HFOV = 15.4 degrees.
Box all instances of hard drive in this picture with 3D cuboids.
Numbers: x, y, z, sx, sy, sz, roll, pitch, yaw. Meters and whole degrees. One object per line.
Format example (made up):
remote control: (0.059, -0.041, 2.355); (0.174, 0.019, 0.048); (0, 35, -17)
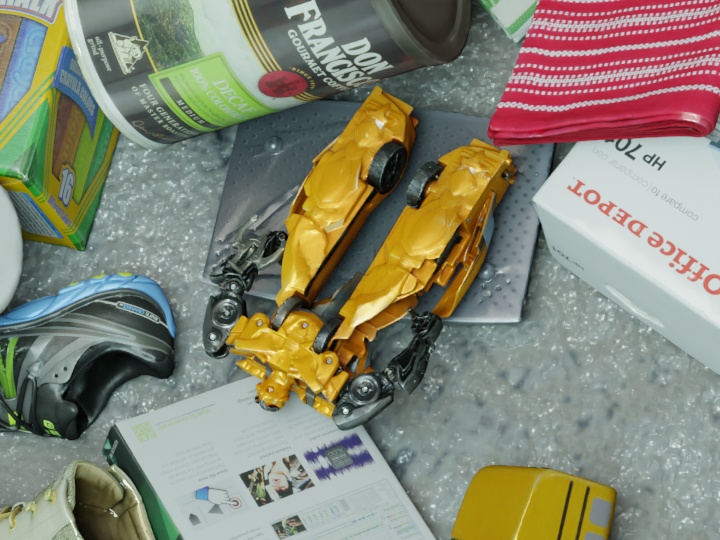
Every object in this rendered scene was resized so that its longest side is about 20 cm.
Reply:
hard drive: (0.014, -0.032, 1.611); (0.199, 0.042, 0.136); (7, 71, 16)

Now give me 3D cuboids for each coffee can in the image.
coffee can: (-0.054, -0.167, 1.575); (0.199, 0.146, 0.147); (-15, 65, 25)

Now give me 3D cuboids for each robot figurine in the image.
robot figurine: (0.000, 0.000, 1.546); (0.145, 0.058, 0.200); (28, 77, 22)

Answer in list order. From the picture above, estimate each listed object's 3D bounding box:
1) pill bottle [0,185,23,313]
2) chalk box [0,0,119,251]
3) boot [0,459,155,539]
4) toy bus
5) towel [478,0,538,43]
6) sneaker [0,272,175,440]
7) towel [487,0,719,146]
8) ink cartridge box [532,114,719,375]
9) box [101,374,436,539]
pill bottle: (-0.297, -0.003, 1.595); (0.200, 0.112, 0.113); (-13, 60, 50)
chalk box: (-0.215, -0.133, 1.660); (0.123, 0.124, 0.201); (10, 73, 17)
boot: (-0.201, 0.144, 1.528); (0.155, 0.072, 0.200); (-44, 74, 38)
toy bus: (0.079, 0.209, 1.468); (0.065, 0.078, 0.201); (-2, 72, 56)
towel: (0.082, -0.260, 1.628); (0.153, 0.023, 0.200); (-44, 108, -6)
sneaker: (-0.203, 0.069, 1.607); (0.199, 0.071, 0.083); (-23, 65, 4)
towel: (0.160, -0.152, 1.545); (0.144, 0.023, 0.201); (-1, 51, 30)
ink cartridge box: (0.219, -0.063, 1.551); (0.146, 0.086, 0.200); (35, 78, 23)
box: (-0.038, 0.152, 1.519); (0.144, 0.036, 0.200); (-18, 60, -30)
